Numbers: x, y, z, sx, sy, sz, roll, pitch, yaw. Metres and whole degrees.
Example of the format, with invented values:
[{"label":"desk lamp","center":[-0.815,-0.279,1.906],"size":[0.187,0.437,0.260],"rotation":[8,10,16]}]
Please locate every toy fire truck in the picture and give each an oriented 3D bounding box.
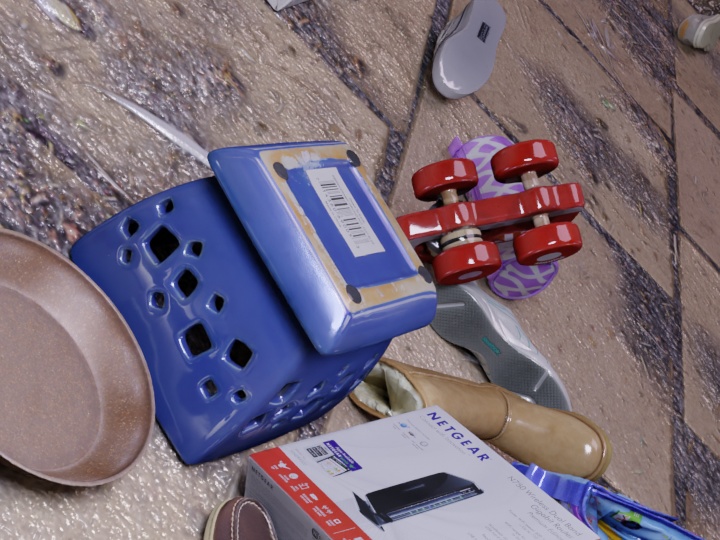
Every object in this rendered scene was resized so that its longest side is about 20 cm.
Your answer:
[{"label":"toy fire truck","center":[0.124,-0.042,1.553],"size":[0.168,0.200,0.112],"rotation":[107,-31,-74]}]

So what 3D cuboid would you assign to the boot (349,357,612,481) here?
[{"label":"boot","center":[0.106,0.135,1.386],"size":[0.175,0.066,0.200],"rotation":[19,0,40]}]

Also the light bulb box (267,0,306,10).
[{"label":"light bulb box","center":[-0.021,-0.404,1.719],"size":[0.125,0.198,0.200],"rotation":[55,29,-1]}]

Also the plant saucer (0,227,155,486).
[{"label":"plant saucer","center":[-0.226,0.063,1.045],"size":[0.200,0.037,0.201],"rotation":[37,33,-29]}]

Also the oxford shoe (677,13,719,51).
[{"label":"oxford shoe","center":[0.652,-0.460,2.973],"size":[0.058,0.075,0.200],"rotation":[23,17,21]}]

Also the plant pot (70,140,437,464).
[{"label":"plant pot","center":[-0.069,0.009,1.195],"size":[0.200,0.180,0.200],"rotation":[-12,68,-59]}]

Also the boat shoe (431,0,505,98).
[{"label":"boat shoe","center":[0.121,-0.269,1.920],"size":[0.072,0.066,0.200],"rotation":[39,43,-18]}]

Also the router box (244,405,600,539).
[{"label":"router box","center":[0.041,0.183,1.135],"size":[0.179,0.049,0.200],"rotation":[-12,32,-34]}]

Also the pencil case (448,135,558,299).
[{"label":"pencil case","center":[0.157,-0.060,1.735],"size":[0.085,0.084,0.200],"rotation":[7,47,-24]}]

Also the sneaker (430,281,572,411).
[{"label":"sneaker","center":[0.150,0.080,1.569],"size":[0.200,0.070,0.080],"rotation":[52,25,-2]}]

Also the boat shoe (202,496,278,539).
[{"label":"boat shoe","center":[-0.058,0.237,1.064],"size":[0.072,0.072,0.200],"rotation":[30,36,-38]}]

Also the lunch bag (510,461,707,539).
[{"label":"lunch bag","center":[0.206,0.225,1.290],"size":[0.200,0.094,0.151],"rotation":[37,-10,-17]}]
